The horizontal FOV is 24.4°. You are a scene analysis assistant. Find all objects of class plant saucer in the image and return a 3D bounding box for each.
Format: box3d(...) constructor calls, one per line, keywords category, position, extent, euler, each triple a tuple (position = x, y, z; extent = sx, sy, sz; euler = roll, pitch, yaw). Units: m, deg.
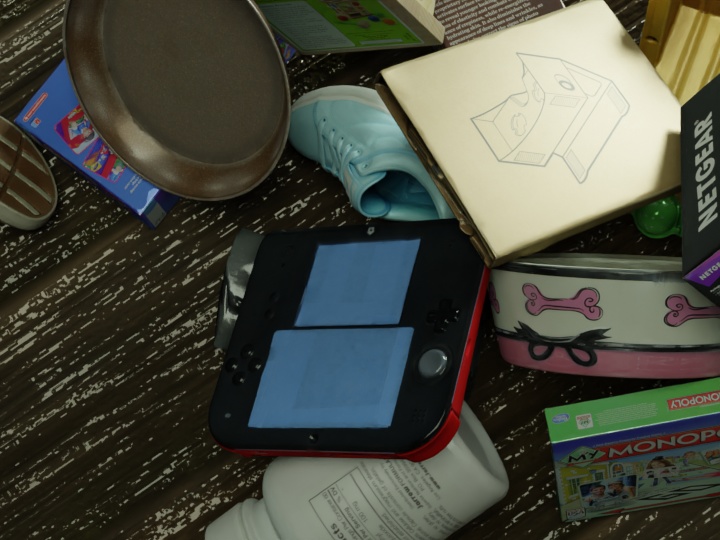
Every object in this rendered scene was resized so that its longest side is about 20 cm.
box3d(category="plant saucer", position=(-0.129, -0.147, 1.215), extent=(0.200, 0.201, 0.032), euler=(30, 41, 13))

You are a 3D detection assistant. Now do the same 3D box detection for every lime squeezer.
box3d(category="lime squeezer", position=(0.214, -0.034, 1.208), extent=(0.070, 0.200, 0.038), euler=(-9, 114, -23))

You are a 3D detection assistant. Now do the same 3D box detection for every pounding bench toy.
box3d(category="pounding bench toy", position=(-0.041, -0.259, 1.241), extent=(0.199, 0.124, 0.157), euler=(0, 72, 31))

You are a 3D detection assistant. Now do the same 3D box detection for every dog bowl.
box3d(category="dog bowl", position=(0.181, 0.029, 1.159), extent=(0.199, 0.200, 0.074), euler=(2, 93, 7))

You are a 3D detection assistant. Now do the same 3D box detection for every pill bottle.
box3d(category="pill bottle", position=(-0.005, 0.163, 1.171), extent=(0.200, 0.114, 0.115), euler=(-35, 74, 10))

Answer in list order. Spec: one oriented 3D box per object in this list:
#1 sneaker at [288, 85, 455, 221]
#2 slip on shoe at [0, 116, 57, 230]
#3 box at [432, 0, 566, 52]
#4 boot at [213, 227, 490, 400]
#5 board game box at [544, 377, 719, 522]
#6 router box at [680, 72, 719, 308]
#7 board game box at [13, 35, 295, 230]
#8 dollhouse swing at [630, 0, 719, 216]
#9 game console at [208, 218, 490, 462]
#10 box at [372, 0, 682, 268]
box3d(category="sneaker", position=(0.007, -0.081, 1.229), extent=(0.199, 0.074, 0.082), euler=(18, 41, 36))
box3d(category="slip on shoe", position=(-0.328, -0.096, 1.319), extent=(0.200, 0.061, 0.076), euler=(36, 46, -1))
box3d(category="box", position=(0.110, -0.171, 1.266), extent=(0.100, 0.075, 0.201), euler=(-22, 70, 0))
box3d(category="boot", position=(0.000, 0.001, 1.253), extent=(0.199, 0.066, 0.166), euler=(11, 75, 14))
box3d(category="board game box", position=(0.231, 0.120, 1.151), extent=(0.199, 0.135, 0.029), euler=(-10, 58, 4))
box3d(category="router box", position=(0.279, -0.026, 1.096), extent=(0.149, 0.200, 0.051), euler=(35, 125, -17))
box3d(category="board game box", position=(-0.157, -0.152, 1.317), extent=(0.134, 0.045, 0.200), euler=(36, 82, 14))
box3d(category="dollhouse swing", position=(0.291, -0.129, 1.203), extent=(0.199, 0.182, 0.176), euler=(22, 68, 11))
box3d(category="game console", position=(-0.008, 0.045, 1.144), extent=(0.199, 0.031, 0.178), euler=(-2, 64, 34))
box3d(category="box", position=(0.131, -0.101, 1.158), extent=(0.199, 0.021, 0.164), euler=(-21, 68, -25))
